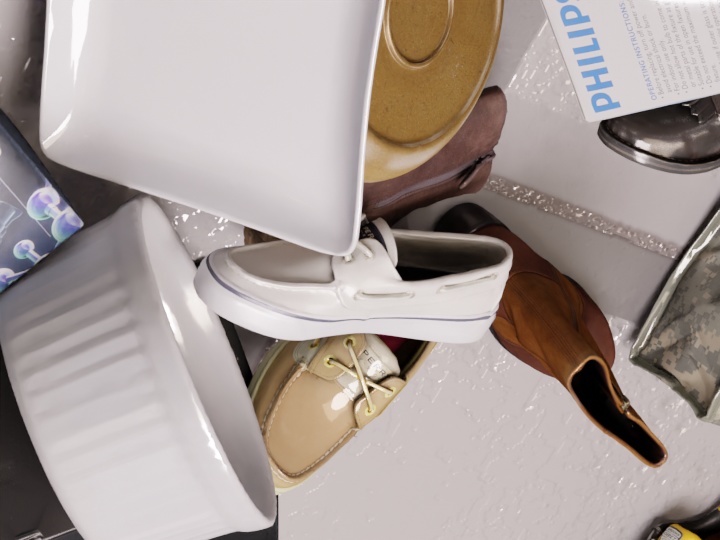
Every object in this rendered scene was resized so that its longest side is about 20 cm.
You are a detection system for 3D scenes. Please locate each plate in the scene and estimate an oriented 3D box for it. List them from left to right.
[{"bbox_3d":[-0.076,-0.125,1.368,0.032,0.199,0.201,-45,148,-54],"label":"plate"}]

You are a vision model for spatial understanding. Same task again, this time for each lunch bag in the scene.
[{"bbox_3d":[0.310,0.017,1.755,0.163,0.118,0.201,20,103,-37],"label":"lunch bag"}]

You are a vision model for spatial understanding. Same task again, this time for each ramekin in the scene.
[{"bbox_3d":[-0.128,0.067,1.448,0.097,0.201,0.201,-22,130,4],"label":"ramekin"}]

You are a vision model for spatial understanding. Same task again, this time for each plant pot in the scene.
[{"bbox_3d":[0.025,-0.147,1.441,0.200,0.027,0.201,-20,116,-50],"label":"plant pot"}]

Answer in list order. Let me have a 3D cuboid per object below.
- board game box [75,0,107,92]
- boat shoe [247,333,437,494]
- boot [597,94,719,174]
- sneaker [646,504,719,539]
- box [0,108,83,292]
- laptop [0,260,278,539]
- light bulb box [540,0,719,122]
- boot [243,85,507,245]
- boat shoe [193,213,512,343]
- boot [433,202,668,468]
[{"bbox_3d":[-0.072,-0.183,1.453,0.199,0.045,0.135,-10,124,-24],"label":"board game box"},{"bbox_3d":[-0.004,0.054,1.576,0.074,0.066,0.200,47,57,-18],"label":"boat shoe"},{"bbox_3d":[0.246,-0.159,1.627,0.199,0.069,0.175,-12,127,-22],"label":"boot"},{"bbox_3d":[0.215,0.225,1.868,0.199,0.078,0.083,-26,126,-25],"label":"sneaker"},{"bbox_3d":[-0.280,-0.032,1.394,0.200,0.107,0.149,-40,130,-2],"label":"box"},{"bbox_3d":[-0.156,0.125,1.594,0.186,0.116,0.201,-19,85,-19],"label":"laptop"},{"bbox_3d":[0.208,-0.204,1.447,0.199,0.199,0.125,-12,125,18],"label":"light bulb box"},{"bbox_3d":[0.013,-0.088,1.529,0.166,0.073,0.200,-22,151,-24],"label":"boot"},{"bbox_3d":[0.000,0.000,1.511,0.199,0.072,0.066,7,125,-24],"label":"boat shoe"},{"bbox_3d":[0.146,0.056,1.629,0.068,0.200,0.188,-39,131,-2],"label":"boot"}]
